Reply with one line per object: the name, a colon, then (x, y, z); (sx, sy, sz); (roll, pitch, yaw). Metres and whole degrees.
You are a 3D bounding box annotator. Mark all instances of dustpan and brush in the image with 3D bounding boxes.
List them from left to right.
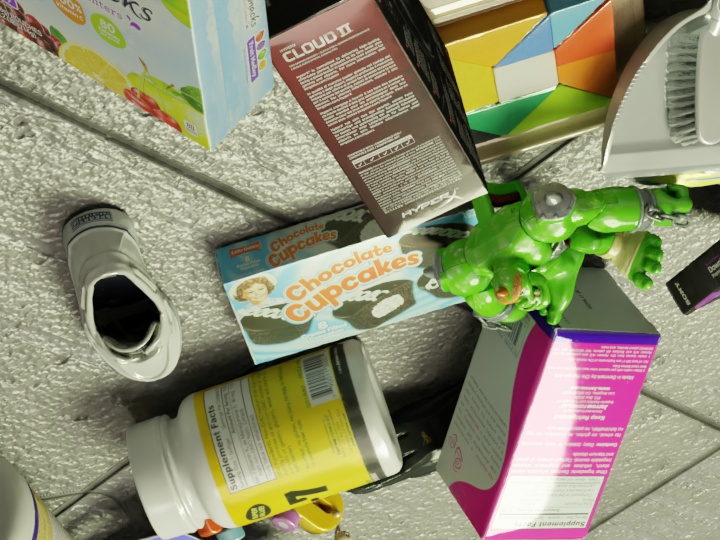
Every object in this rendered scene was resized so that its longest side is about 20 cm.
dustpan and brush: (0.238, -0.156, 1.579); (0.139, 0.057, 0.201); (-6, 108, -19)

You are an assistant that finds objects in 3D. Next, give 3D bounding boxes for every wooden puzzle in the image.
wooden puzzle: (0.108, -0.143, 1.586); (0.185, 0.037, 0.200); (-17, 145, 1)

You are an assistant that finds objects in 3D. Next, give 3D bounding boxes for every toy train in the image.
toy train: (-0.071, 0.237, 1.942); (0.150, 0.200, 0.056); (-33, -174, -37)

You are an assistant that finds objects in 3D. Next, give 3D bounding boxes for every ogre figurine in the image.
ogre figurine: (0.131, -0.015, 1.675); (0.120, 0.098, 0.200); (11, 168, -37)

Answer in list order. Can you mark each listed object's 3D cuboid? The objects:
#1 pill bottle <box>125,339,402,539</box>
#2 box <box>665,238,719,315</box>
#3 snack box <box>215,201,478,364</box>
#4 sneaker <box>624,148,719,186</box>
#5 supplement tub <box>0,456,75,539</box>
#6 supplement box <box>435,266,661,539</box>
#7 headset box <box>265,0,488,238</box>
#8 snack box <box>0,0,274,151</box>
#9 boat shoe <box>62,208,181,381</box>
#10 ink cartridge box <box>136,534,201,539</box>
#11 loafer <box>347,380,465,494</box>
pill bottle: (-0.077, 0.137, 1.832); (0.200, 0.114, 0.114); (-19, 145, 4)
box: (0.336, -0.042, 1.748); (0.143, 0.036, 0.200); (-22, 164, -37)
snack box: (0.000, 0.000, 1.740); (0.200, 0.037, 0.116); (-17, 145, 1)
sneaker: (0.272, -0.080, 1.709); (0.199, 0.076, 0.105); (-11, 146, -10)
supplement tub: (-0.300, 0.244, 1.860); (0.145, 0.146, 0.200); (-19, 146, 4)
supplement box: (0.146, 0.106, 1.837); (0.103, 0.101, 0.200); (4, 120, -27)
headset box: (-0.004, -0.144, 1.416); (0.077, 0.149, 0.200); (-25, 133, 11)
snack box: (-0.147, -0.182, 1.292); (0.068, 0.200, 0.169); (-48, 157, -26)
boat shoe: (-0.174, 0.037, 1.694); (0.073, 0.065, 0.200); (-19, 145, 3)
ink cartridge box: (-0.162, 0.283, 2.017); (0.198, 0.043, 0.200); (-18, 150, 36)
loafer: (0.067, 0.133, 1.940); (0.200, 0.068, 0.070); (-20, -178, -8)
